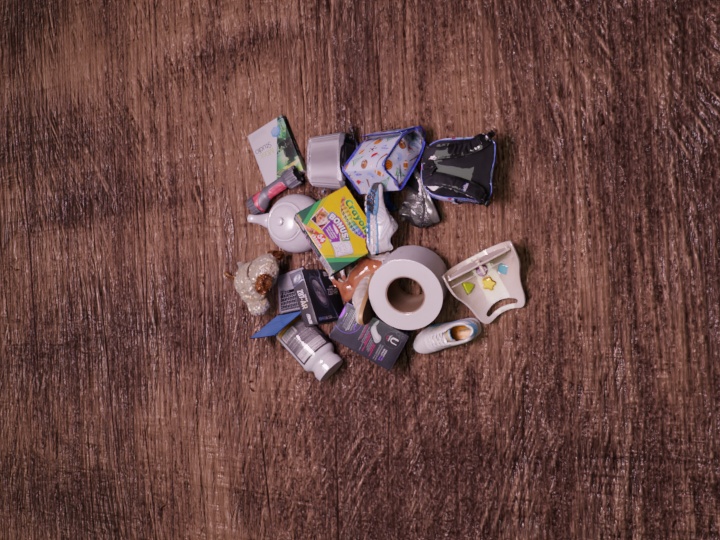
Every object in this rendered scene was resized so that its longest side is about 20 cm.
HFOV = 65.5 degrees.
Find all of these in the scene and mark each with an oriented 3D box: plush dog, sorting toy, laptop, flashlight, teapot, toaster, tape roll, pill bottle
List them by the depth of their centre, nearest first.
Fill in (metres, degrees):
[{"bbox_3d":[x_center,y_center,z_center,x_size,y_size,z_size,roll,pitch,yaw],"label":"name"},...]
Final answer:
[{"bbox_3d":[0.347,0.043,1.501,0.200,0.107,0.180,-28,92,10],"label":"sorting toy"},{"bbox_3d":[0.136,0.045,1.536,0.202,0.139,0.203,5,109,15],"label":"tape roll"},{"bbox_3d":[-0.084,-0.331,1.674,0.129,0.114,0.200,1,92,26],"label":"toaster"},{"bbox_3d":[-0.253,0.100,1.697,0.187,0.116,0.200,-15,77,55],"label":"laptop"},{"bbox_3d":[-0.309,0.011,1.703,0.172,0.160,0.200,-33,34,41],"label":"plush dog"},{"bbox_3d":[-0.154,0.234,1.706,0.200,0.116,0.116,45,107,16],"label":"pill bottle"},{"bbox_3d":[-0.207,-0.145,1.711,0.200,0.146,0.197,-40,76,18],"label":"teapot"},{"bbox_3d":[-0.267,-0.245,1.758,0.200,0.068,0.068,-28,37,25],"label":"flashlight"}]

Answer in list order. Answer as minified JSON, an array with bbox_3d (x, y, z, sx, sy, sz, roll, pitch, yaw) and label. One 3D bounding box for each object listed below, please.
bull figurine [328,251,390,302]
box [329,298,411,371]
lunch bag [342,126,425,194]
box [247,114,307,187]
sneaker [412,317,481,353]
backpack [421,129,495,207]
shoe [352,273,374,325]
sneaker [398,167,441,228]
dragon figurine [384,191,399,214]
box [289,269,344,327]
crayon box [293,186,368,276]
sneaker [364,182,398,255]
[{"bbox_3d":[0.000,0.000,1.666,0.200,0.065,0.121,-47,67,11],"label":"bull figurine"},{"bbox_3d":[0.032,0.178,1.609,0.200,0.106,0.122,29,102,7],"label":"box"},{"bbox_3d":[0.072,-0.324,1.563,0.170,0.124,0.200,5,53,45],"label":"lunch bag"},{"bbox_3d":[-0.267,-0.374,1.795,0.144,0.036,0.200,-26,82,22],"label":"box"},{"bbox_3d":[0.232,0.181,1.556,0.200,0.081,0.077,-24,83,23],"label":"sneaker"},{"bbox_3d":[0.258,-0.267,1.498,0.190,0.154,0.200,6,85,6],"label":"backpack"},{"bbox_3d":[0.010,0.081,1.550,0.053,0.200,0.070,-6,123,18],"label":"shoe"},{"bbox_3d":[0.144,-0.211,1.593,0.114,0.076,0.200,-22,87,14],"label":"sneaker"},{"bbox_3d":[0.062,-0.210,1.617,0.059,0.099,0.200,-14,85,23],"label":"dragon figurine"},{"bbox_3d":[-0.120,0.078,1.644,0.043,0.200,0.160,-21,81,22],"label":"box"},{"bbox_3d":[-0.063,-0.112,1.593,0.172,0.058,0.200,-32,86,-17],"label":"crayon box"},{"bbox_3d":[0.060,-0.143,1.539,0.087,0.075,0.200,-5,110,-16],"label":"sneaker"}]
